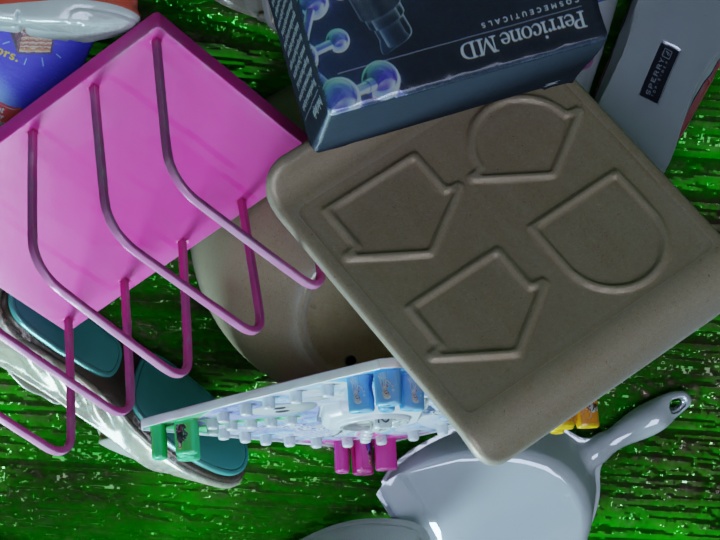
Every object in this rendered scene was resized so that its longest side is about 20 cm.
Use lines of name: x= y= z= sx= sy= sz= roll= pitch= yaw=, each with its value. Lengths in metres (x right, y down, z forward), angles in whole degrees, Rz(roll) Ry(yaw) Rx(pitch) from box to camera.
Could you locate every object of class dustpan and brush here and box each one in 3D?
dustpan and brush: x=0.126 y=0.136 z=1.483 sx=0.199 sy=0.057 sz=0.140 roll=-28 pitch=110 yaw=12

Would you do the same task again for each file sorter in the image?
file sorter: x=-0.135 y=-0.010 z=1.259 sx=0.199 sy=0.126 sz=0.139 roll=-33 pitch=133 yaw=23

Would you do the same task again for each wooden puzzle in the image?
wooden puzzle: x=0.075 y=-0.015 z=1.223 sx=0.185 sy=0.046 sz=0.200 roll=-32 pitch=71 yaw=-20

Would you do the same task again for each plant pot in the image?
plant pot: x=0.000 y=0.000 z=1.359 sx=0.198 sy=0.135 sz=0.202 roll=-2 pitch=113 yaw=-5

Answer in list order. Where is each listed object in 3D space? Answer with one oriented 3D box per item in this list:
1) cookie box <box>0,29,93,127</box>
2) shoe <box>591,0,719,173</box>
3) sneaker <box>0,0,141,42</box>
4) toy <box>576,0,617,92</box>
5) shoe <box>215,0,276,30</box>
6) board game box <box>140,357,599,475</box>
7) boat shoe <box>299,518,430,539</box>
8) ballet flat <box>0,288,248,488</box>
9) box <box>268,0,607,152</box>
cookie box: x=-0.227 y=-0.164 z=1.293 sx=0.170 sy=0.075 sz=0.201 roll=23 pitch=108 yaw=-16
shoe: x=0.175 y=-0.124 z=1.367 sx=0.071 sy=0.091 sz=0.201 roll=29 pitch=77 yaw=-5
sneaker: x=-0.215 y=-0.171 z=1.225 sx=0.198 sy=0.077 sz=0.083 roll=5 pitch=86 yaw=-12
toy: x=0.071 y=-0.107 z=1.329 sx=0.115 sy=0.201 sz=0.047 roll=29 pitch=149 yaw=-17
shoe: x=-0.012 y=-0.157 z=1.284 sx=0.199 sy=0.054 sz=0.070 roll=7 pitch=147 yaw=28
board game box: x=0.008 y=0.089 z=1.343 sx=0.199 sy=0.026 sz=0.199 roll=-16 pitch=163 yaw=39
boat shoe: x=-0.038 y=0.218 z=1.472 sx=0.199 sy=0.074 sz=0.061 roll=-22 pitch=119 yaw=13
ballet flat: x=-0.157 y=0.073 z=1.419 sx=0.200 sy=0.068 sz=0.062 roll=40 pitch=131 yaw=-17
box: x=0.021 y=-0.181 z=1.175 sx=0.147 sy=0.107 sz=0.202 roll=-16 pitch=85 yaw=-7
